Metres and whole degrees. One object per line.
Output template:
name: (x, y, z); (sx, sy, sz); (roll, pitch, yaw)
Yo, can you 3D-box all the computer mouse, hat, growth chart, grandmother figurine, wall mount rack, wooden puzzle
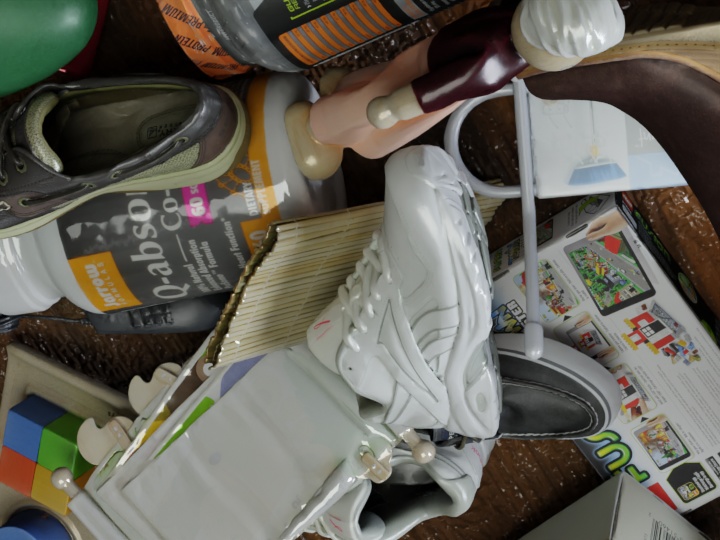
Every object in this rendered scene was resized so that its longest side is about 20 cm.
computer mouse: (-0.171, 0.018, 1.210); (0.199, 0.059, 0.034); (-2, 101, 13)
hat: (-0.142, -0.134, 1.044); (0.175, 0.200, 0.166); (8, 89, -3)
growth chart: (-0.075, 0.107, 1.167); (0.200, 0.018, 0.145); (-38, 77, 9)
grandmother figurine: (0.052, -0.104, 1.012); (0.200, 0.121, 0.061); (-18, 121, 47)
wall mount rack: (0.145, -0.046, 1.096); (0.199, 0.075, 0.175); (-5, 94, 7)
wooden puzzle: (-0.161, 0.162, 1.252); (0.185, 0.046, 0.201); (24, 123, 19)

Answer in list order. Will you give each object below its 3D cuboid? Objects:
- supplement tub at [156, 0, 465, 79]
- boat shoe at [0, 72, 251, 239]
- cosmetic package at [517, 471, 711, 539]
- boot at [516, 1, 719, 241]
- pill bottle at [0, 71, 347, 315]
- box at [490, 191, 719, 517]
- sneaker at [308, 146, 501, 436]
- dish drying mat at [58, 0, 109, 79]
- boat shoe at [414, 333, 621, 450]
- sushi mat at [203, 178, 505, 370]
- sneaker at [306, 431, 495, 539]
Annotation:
supplement tub: (-0.005, -0.179, 1.038); (0.199, 0.123, 0.123); (-21, 114, 17)
boat shoe: (-0.159, -0.068, 1.055); (0.199, 0.073, 0.065); (-15, 157, 11)
cosmetic package: (0.125, 0.219, 1.246); (0.103, 0.073, 0.200); (38, 127, -14)
boot: (0.179, -0.051, 1.023); (0.199, 0.072, 0.167); (-2, 110, 30)
pill bottle: (-0.115, -0.038, 1.132); (0.199, 0.116, 0.117); (-11, 117, 13)
box: (0.160, 0.055, 1.195); (0.110, 0.035, 0.200); (-30, 111, 21)
sneaker: (0.020, 0.021, 1.051); (0.099, 0.078, 0.200); (-7, 134, 2)
dish drying mat: (-0.162, -0.204, 1.104); (0.077, 0.018, 0.201); (19, 120, 1)
boat shoe: (0.049, 0.072, 1.173); (0.199, 0.066, 0.070); (13, 134, 16)
sushi mat: (0.000, 0.000, 1.112); (0.012, 0.200, 0.096); (44, 124, 25)
sneaker: (-0.019, 0.128, 1.220); (0.199, 0.099, 0.078); (-15, 116, 14)
